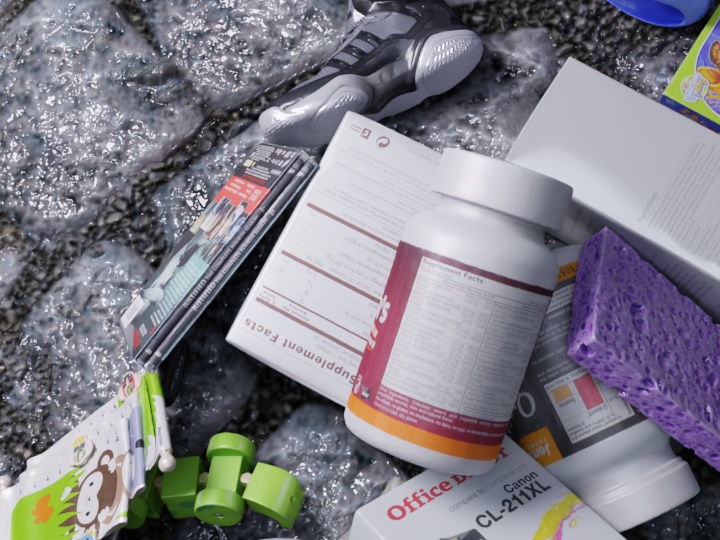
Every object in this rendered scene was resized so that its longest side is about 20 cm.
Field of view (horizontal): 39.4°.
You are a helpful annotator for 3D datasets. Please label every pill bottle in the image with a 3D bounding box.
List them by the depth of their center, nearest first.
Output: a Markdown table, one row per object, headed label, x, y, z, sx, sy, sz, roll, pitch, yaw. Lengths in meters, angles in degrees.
| label | x | y | z | sx | sy | sz | roll | pitch | yaw |
| --- | --- | --- | --- | --- | --- | --- | --- | --- | --- |
| pill bottle | 0.068 | 0.026 | 0.678 | 0.109 | 0.110 | 0.200 | 19 | 94 | 11 |
| pill bottle | 0.163 | 0.091 | 0.755 | 0.116 | 0.116 | 0.200 | -25 | 76 | 2 |

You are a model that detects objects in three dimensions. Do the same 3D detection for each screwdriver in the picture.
| label | x | y | z | sx | sy | sz | roll | pitch | yaw |
| --- | --- | --- | --- | --- | --- | --- | --- | --- | --- |
| screwdriver | -0.170 | 0.141 | 0.799 | 0.028 | 0.029 | 0.200 | 2 | 57 | 13 |

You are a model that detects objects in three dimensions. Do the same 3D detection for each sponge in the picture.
| label | x | y | z | sx | sy | sz | roll | pitch | yaw |
| --- | --- | --- | --- | --- | --- | --- | --- | --- | --- |
| sponge | 0.231 | 0.068 | 0.721 | 0.200 | 0.030 | 0.112 | 36 | 44 | -17 |

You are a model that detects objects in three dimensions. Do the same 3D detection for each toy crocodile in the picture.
| label | x | y | z | sx | sy | sz | roll | pitch | yaw |
| --- | --- | --- | --- | --- | --- | --- | --- | --- | --- |
| toy crocodile | -0.145 | 0.176 | 0.812 | 0.200 | 0.062 | 0.068 | -2 | 48 | 9 |

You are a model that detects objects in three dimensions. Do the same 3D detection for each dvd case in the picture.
| label | x | y | z | sx | sy | sz | roll | pitch | yaw |
| --- | --- | --- | --- | --- | --- | --- | --- | --- | --- |
| dvd case | -0.120 | -0.018 | 0.807 | 0.022 | 0.146 | 0.200 | 41 | 85 | -20 |

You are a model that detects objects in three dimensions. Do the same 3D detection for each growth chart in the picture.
| label | x | y | z | sx | sy | sz | roll | pitch | yaw |
| --- | --- | --- | --- | --- | --- | --- | --- | --- | --- |
| growth chart | -0.219 | 0.167 | 0.785 | 0.200 | 0.018 | 0.145 | -40 | 43 | 10 |

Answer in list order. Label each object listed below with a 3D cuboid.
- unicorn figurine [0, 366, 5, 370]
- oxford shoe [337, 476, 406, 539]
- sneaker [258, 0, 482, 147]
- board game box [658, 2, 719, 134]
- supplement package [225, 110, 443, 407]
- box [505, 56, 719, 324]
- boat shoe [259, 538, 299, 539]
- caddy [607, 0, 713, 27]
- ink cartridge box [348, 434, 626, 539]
| label | x | y | z | sx | sy | sz | roll | pitch | yaw |
| --- | --- | --- | --- | --- | --- | --- | --- | --- | --- |
| unicorn figurine | -0.408 | 0.153 | 0.839 | 0.200 | 0.074 | 0.138 | -11 | 67 | 11 |
| oxford shoe | -0.024 | 0.244 | 0.774 | 0.058 | 0.075 | 0.200 | 30 | 89 | 9 |
| sneaker | -0.006 | -0.184 | 0.851 | 0.200 | 0.075 | 0.114 | -24 | 75 | -7 |
| board game box | 0.352 | -0.185 | 0.818 | 0.134 | 0.045 | 0.200 | 32 | 85 | 12 |
| supplement package | 0.000 | 0.000 | 0.793 | 0.117 | 0.117 | 0.200 | 27 | 84 | 10 |
| box | 0.218 | -0.056 | 0.771 | 0.200 | 0.124 | 0.098 | 31 | 83 | 12 |
| boat shoe | -0.127 | 0.237 | 0.766 | 0.200 | 0.066 | 0.070 | -13 | 52 | 23 |
| caddy | 0.207 | -0.278 | 0.808 | 0.200 | 0.141 | 0.105 | 38 | 81 | 13 |
| ink cartridge box | 0.104 | 0.219 | 0.672 | 0.146 | 0.083 | 0.200 | -22 | 47 | -34 |
